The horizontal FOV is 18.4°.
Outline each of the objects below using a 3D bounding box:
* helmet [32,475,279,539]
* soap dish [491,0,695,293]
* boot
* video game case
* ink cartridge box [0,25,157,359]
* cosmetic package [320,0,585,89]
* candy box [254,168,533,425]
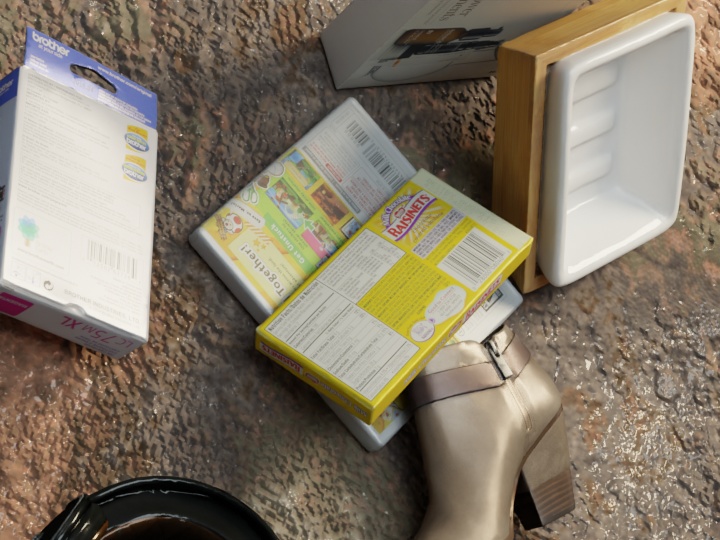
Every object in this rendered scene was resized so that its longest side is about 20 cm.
[{"bbox_3d":[-0.130,0.224,1.326,0.199,0.191,0.202,0,87,4],"label":"helmet"},{"bbox_3d":[0.167,-0.100,1.638,0.157,0.201,0.081,-26,42,-34],"label":"soap dish"},{"bbox_3d":[0.066,0.127,1.541,0.199,0.070,0.147,-23,88,-41],"label":"boot"},{"bbox_3d":[0.000,0.000,1.593,0.200,0.023,0.182,50,55,-4],"label":"video game case"},{"bbox_3d":[-0.193,-0.052,1.471,0.119,0.042,0.201,25,53,-36],"label":"ink cartridge box"},{"bbox_3d":[0.082,-0.198,1.612,0.150,0.200,0.052,-10,74,-31],"label":"cosmetic package"},{"bbox_3d":[0.025,0.015,1.549,0.102,0.026,0.200,32,53,19],"label":"candy box"}]
